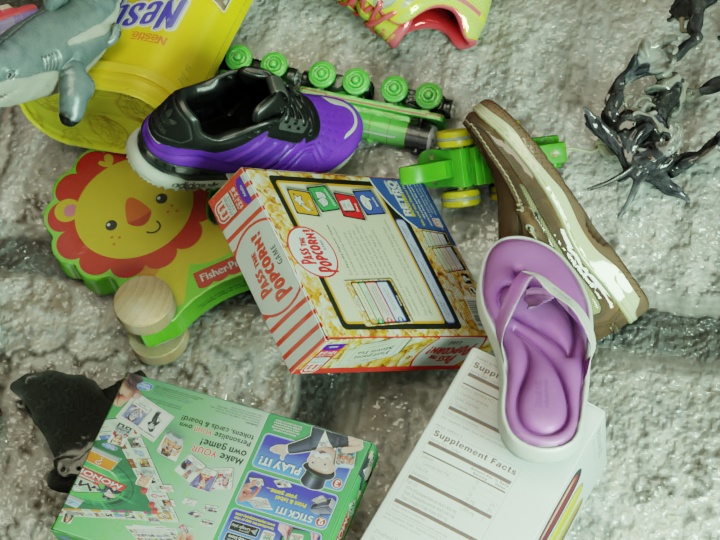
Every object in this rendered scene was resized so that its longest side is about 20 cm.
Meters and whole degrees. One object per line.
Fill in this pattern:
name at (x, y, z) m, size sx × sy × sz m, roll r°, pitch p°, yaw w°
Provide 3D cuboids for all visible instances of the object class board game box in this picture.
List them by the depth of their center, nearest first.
board game box at (-0.104, 0.159, 1.489) m, size 0.200 × 0.029 × 0.135 m, roll 15°, pitch 64°, yaw 19°
board game box at (0.000, 0.000, 1.538) m, size 0.046 × 0.200 × 0.152 m, roll -43°, pitch 61°, yaw 33°

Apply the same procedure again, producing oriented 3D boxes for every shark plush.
shark plush at (-0.213, -0.194, 1.573) m, size 0.200 × 0.083 × 0.091 m, roll -46°, pitch 52°, yaw -12°

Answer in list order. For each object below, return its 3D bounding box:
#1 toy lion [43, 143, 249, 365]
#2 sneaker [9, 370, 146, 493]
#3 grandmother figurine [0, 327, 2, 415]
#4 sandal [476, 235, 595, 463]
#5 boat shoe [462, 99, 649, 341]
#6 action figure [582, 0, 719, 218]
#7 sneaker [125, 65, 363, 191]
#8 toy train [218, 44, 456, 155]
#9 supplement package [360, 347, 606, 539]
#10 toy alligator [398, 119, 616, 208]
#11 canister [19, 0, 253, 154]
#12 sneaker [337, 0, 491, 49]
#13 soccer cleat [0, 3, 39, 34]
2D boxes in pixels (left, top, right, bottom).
toy lion at (-0.142, -0.037, 1.640) m, size 0.200 × 0.069 × 0.192 m, roll -23°, pitch 59°, yaw -4°
sneaker at (-0.185, 0.150, 1.563) m, size 0.104 × 0.060 × 0.200 m, roll -23°, pitch 61°, yaw -5°
grandmother figurine at (-0.329, 0.106, 1.598) m, size 0.121 × 0.061 × 0.200 m, roll 20°, pitch 73°, yaw 5°
sandal at (0.129, 0.045, 1.465) m, size 0.082 × 0.050 × 0.203 m, roll 0°, pitch 49°, yaw -6°
boat shoe at (0.131, -0.031, 1.566) m, size 0.075 × 0.075 × 0.202 m, roll -37°, pitch 91°, yaw 1°
action figure at (0.248, -0.136, 1.606) m, size 0.119 × 0.102 × 0.200 m, roll 36°, pitch 68°, yaw -14°
sneaker at (-0.070, -0.112, 1.568) m, size 0.200 × 0.100 × 0.070 m, roll -10°, pitch 62°, yaw -35°
toy train at (-0.024, -0.136, 1.675) m, size 0.200 × 0.042 × 0.056 m, roll 13°, pitch 79°, yaw 11°
supplement package at (0.083, 0.177, 1.489) m, size 0.109 × 0.114 × 0.200 m, roll 26°, pitch 72°, yaw 17°
toy alligator at (0.114, -0.088, 1.630) m, size 0.200 × 0.054 × 0.059 m, roll -11°, pitch 99°, yaw -22°
canister at (-0.170, -0.198, 1.672) m, size 0.148 × 0.087 × 0.200 m, roll 9°, pitch 59°, yaw 27°
sneaker at (0.015, -0.226, 1.672) m, size 0.200 × 0.078 × 0.090 m, roll 8°, pitch 79°, yaw -9°
soccer cleat at (-0.341, -0.149, 1.711) m, size 0.200 × 0.067 × 0.077 m, roll -33°, pitch 99°, yaw -14°
